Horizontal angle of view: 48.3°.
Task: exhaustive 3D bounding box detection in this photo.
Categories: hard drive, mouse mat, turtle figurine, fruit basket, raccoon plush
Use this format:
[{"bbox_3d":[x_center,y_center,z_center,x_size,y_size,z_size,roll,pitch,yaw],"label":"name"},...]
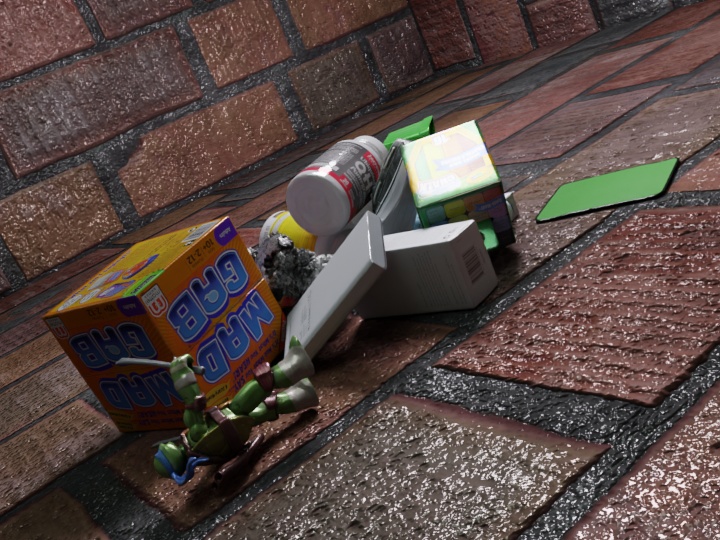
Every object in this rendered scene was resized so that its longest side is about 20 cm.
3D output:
[{"bbox_3d":[-0.036,0.030,1.053,0.200,0.026,0.132,-51,21,25],"label":"hard drive"},{"bbox_3d":[0.380,-0.125,1.235,0.200,0.008,0.161,-11,21,35],"label":"mouse mat"},{"bbox_3d":[-0.157,0.137,0.901,0.194,0.144,0.200,-25,19,-18],"label":"turtle figurine"},{"bbox_3d":[0.150,-0.202,1.484,0.215,0.156,0.216,-8,16,2],"label":"fruit basket"},{"bbox_3d":[-0.092,-0.007,1.209,0.134,0.097,0.200,14,13,-29],"label":"raccoon plush"}]

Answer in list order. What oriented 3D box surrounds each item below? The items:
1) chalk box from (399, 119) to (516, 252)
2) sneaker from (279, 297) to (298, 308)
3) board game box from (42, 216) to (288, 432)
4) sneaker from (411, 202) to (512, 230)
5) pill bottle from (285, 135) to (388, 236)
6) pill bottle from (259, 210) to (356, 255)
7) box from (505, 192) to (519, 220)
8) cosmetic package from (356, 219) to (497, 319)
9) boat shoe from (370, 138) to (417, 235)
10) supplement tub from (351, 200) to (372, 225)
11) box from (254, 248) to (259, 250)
[{"bbox_3d":[0.143,-0.098,1.155,0.124,0.124,0.200,-18,42,6],"label":"chalk box"},{"bbox_3d":[-0.105,0.033,1.330,0.077,0.073,0.200,1,5,-22],"label":"sneaker"},{"bbox_3d":[-0.256,0.076,1.098,0.200,0.200,0.200,-11,25,36],"label":"board game box"},{"bbox_3d":[0.136,-0.075,1.276,0.200,0.074,0.082,-16,4,27],"label":"sneaker"},{"bbox_3d":[-0.029,-0.147,1.317,0.111,0.111,0.200,-12,23,35],"label":"pill bottle"},{"bbox_3d":[-0.072,-0.040,1.373,0.200,0.109,0.109,11,35,42],"label":"pill bottle"},{"bbox_3d":[0.168,-0.089,1.356,0.200,0.041,0.039,-11,20,39],"label":"box"},{"bbox_3d":[0.074,0.002,1.090,0.200,0.102,0.074,-6,22,43],"label":"cosmetic package"},{"bbox_3d":[0.052,-0.115,1.286,0.072,0.200,0.071,12,17,-44],"label":"boat shoe"},{"bbox_3d":[0.006,-0.117,1.510,0.132,0.132,0.200,-20,17,11],"label":"supplement tub"},{"bbox_3d":[-0.240,0.009,1.359,0.200,0.039,0.137,-10,15,45],"label":"box"}]
